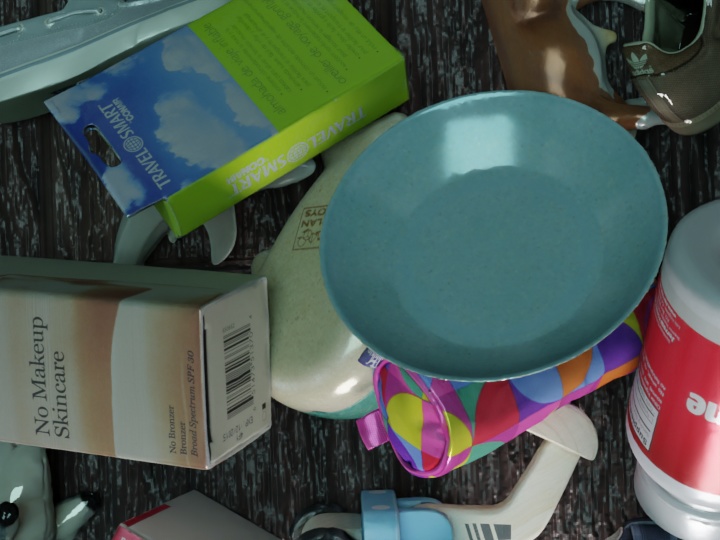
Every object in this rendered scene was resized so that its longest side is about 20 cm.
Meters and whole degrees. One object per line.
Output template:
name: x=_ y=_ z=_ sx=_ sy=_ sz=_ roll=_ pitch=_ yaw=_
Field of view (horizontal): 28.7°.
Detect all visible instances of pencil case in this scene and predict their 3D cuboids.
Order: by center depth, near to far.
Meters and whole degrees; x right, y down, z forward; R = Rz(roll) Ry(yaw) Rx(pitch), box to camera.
pencil case: x=0.096 y=0.054 z=0.856 sx=0.199 sy=0.088 sz=0.089 roll=-21 pitch=86 yaw=-27

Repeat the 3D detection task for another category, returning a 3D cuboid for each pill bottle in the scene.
pill bottle: x=0.217 y=0.065 z=0.819 sx=0.112 sy=0.112 sz=0.201 roll=12 pitch=133 yaw=10

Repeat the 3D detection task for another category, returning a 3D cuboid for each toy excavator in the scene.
toy excavator: x=0.052 y=0.179 z=0.911 sx=0.199 sy=0.100 sz=0.196 roll=-1 pitch=92 yaw=-2

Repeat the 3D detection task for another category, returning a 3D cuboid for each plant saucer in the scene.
plant saucer: x=0.077 y=-0.015 z=0.814 sx=0.200 sy=0.039 sz=0.202 roll=-8 pitch=55 yaw=11

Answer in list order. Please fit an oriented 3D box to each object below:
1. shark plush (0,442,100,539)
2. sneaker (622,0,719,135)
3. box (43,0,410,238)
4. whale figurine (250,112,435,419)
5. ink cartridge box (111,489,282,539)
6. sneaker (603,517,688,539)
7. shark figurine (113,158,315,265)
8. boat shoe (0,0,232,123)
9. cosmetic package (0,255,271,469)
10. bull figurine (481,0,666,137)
shark plush: x=-0.259 y=0.199 z=0.995 sx=0.083 sy=0.091 sz=0.201 roll=37 pitch=119 yaw=28
sneaker: x=0.215 y=-0.181 z=0.840 sx=0.070 sy=0.075 sz=0.201 roll=-4 pitch=56 yaw=48
box: x=-0.083 y=-0.107 z=0.890 sx=0.200 sy=0.048 sz=0.122 roll=-32 pitch=57 yaw=-14
whale figurine: x=0.000 y=0.000 z=0.917 sx=0.159 sy=0.104 sz=0.201 roll=-7 pitch=65 yaw=40
ink cartridge box: x=-0.140 y=0.258 z=0.912 sx=0.084 sy=0.145 sz=0.201 roll=27 pitch=95 yaw=11
sneaker: x=0.195 y=0.254 z=0.876 sx=0.145 sy=0.077 sz=0.203 roll=3 pitch=81 yaw=-1
shark figurine: x=-0.141 y=-0.031 z=0.935 sx=0.128 sy=0.089 sz=0.215 roll=46 pitch=110 yaw=21
boat shoe: x=-0.181 y=-0.164 z=0.954 sx=0.200 sy=0.070 sz=0.072 roll=-19 pitch=82 yaw=8
cosmetic package: x=-0.162 y=0.052 z=0.867 sx=0.199 sy=0.087 sz=0.104 roll=3 pitch=103 yaw=24
bull figurine: x=0.140 y=-0.117 z=0.898 sx=0.121 sy=0.065 sz=0.201 roll=-16 pitch=91 yaw=6
